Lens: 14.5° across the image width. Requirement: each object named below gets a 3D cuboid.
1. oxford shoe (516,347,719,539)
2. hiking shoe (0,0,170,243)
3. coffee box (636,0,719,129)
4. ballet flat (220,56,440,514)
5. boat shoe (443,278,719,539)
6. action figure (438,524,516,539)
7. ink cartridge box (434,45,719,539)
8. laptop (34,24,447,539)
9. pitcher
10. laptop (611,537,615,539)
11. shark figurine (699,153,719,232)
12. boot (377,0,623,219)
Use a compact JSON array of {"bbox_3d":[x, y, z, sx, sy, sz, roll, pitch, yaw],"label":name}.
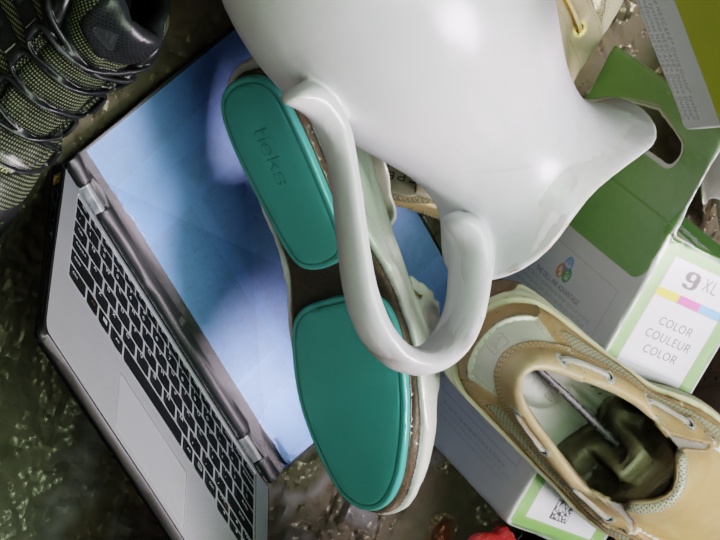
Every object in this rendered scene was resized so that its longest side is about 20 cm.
[{"bbox_3d":[0.135,0.091,1.304,0.072,0.071,0.200,12,124,-30],"label":"oxford shoe"},{"bbox_3d":[-0.126,-0.090,1.109,0.076,0.101,0.201,24,89,-32],"label":"hiking shoe"},{"bbox_3d":[0.210,-0.181,0.999,0.199,0.197,0.201,-29,105,-29],"label":"coffee box"},{"bbox_3d":[0.000,0.000,1.182,0.069,0.069,0.201,-22,100,-26],"label":"ballet flat"},{"bbox_3d":[0.114,0.081,1.187,0.200,0.076,0.072,32,97,-34],"label":"boat shoe"},{"bbox_3d":[0.071,0.155,1.241,0.199,0.099,0.066,24,101,-15],"label":"action figure"},{"bbox_3d":[0.110,0.013,1.262,0.059,0.104,0.201,21,103,-32],"label":"ink cartridge box"},{"bbox_3d":[-0.038,0.020,1.191,0.115,0.200,0.188,-24,120,13],"label":"laptop"},{"bbox_3d":[0.015,-0.076,1.098,0.200,0.121,0.172,53,52,-31],"label":"pitcher"},{"bbox_3d":[0.145,0.205,1.359,0.176,0.200,0.104,2,65,-32],"label":"laptop"},{"bbox_3d":[0.210,-0.004,1.321,0.089,0.128,0.216,-8,107,14],"label":"shark figurine"},{"bbox_3d":[0.026,-0.107,1.212,0.200,0.073,0.156,26,81,-41],"label":"boot"}]
